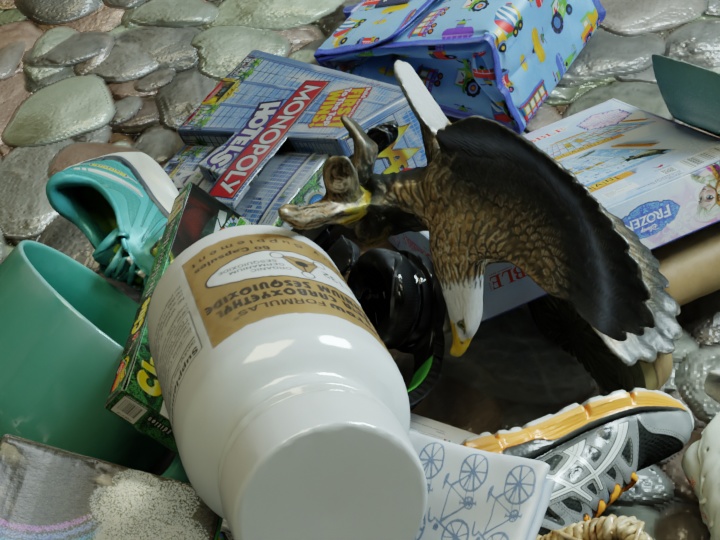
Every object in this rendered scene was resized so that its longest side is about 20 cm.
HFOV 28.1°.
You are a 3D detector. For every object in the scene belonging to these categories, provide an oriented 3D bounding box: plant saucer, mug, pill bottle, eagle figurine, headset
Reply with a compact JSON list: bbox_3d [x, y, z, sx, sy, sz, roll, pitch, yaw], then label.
[{"bbox_3d":[0.280,-0.091,0.948,0.200,0.200,0.036,27,101,32],"label":"plant saucer"},{"bbox_3d":[-0.181,0.076,0.884,0.115,0.152,0.185,-51,21,4],"label":"mug"},{"bbox_3d":[-0.038,0.064,0.712,0.114,0.115,0.200,-20,28,-7],"label":"pill bottle"},{"bbox_3d":[0.079,-0.022,0.793,0.199,0.151,0.152,7,39,21],"label":"eagle figurine"},{"bbox_3d":[0.000,0.000,0.893,0.123,0.094,0.201,20,45,-21],"label":"headset"}]

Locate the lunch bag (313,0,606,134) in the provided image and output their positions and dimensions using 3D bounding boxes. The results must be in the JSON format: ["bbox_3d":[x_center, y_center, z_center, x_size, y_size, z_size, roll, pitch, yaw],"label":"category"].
[{"bbox_3d":[0.070,-0.199,1.162,0.199,0.094,0.151,11,50,37],"label":"lunch bag"}]

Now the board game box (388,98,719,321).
[{"bbox_3d":[0.130,-0.048,0.966,0.199,0.041,0.200,-22,20,-8],"label":"board game box"}]

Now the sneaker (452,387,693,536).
[{"bbox_3d":[0.106,0.122,0.799,0.199,0.078,0.077,-16,72,-24],"label":"sneaker"}]

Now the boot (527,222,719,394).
[{"bbox_3d":[0.221,-0.002,0.910,0.199,0.066,0.175,-22,23,-9],"label":"boot"}]

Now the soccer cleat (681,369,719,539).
[{"bbox_3d":[0.215,0.135,0.810,0.077,0.069,0.200,14,43,12],"label":"soccer cleat"}]

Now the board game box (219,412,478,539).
[{"bbox_3d":[0.014,0.138,0.848,0.199,0.035,0.126,17,45,17],"label":"board game box"}]

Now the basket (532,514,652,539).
[{"bbox_3d":[0.083,0.232,0.661,0.142,0.149,0.201,-10,62,2],"label":"basket"}]

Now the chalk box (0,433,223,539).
[{"bbox_3d":[-0.151,0.208,0.712,0.124,0.124,0.201,15,54,-3],"label":"chalk box"}]

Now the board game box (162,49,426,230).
[{"bbox_3d":[-0.052,-0.078,1.042,0.199,0.062,0.200,6,47,40],"label":"board game box"}]

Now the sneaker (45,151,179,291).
[{"bbox_3d":[-0.140,-0.003,0.976,0.200,0.078,0.080,43,32,25],"label":"sneaker"}]

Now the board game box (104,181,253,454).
[{"bbox_3d":[-0.086,0.036,0.873,0.023,0.105,0.200,-39,24,31],"label":"board game box"}]

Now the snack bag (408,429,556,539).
[{"bbox_3d":[-0.005,0.166,0.715,0.200,0.021,0.189,8,72,52],"label":"snack bag"}]
